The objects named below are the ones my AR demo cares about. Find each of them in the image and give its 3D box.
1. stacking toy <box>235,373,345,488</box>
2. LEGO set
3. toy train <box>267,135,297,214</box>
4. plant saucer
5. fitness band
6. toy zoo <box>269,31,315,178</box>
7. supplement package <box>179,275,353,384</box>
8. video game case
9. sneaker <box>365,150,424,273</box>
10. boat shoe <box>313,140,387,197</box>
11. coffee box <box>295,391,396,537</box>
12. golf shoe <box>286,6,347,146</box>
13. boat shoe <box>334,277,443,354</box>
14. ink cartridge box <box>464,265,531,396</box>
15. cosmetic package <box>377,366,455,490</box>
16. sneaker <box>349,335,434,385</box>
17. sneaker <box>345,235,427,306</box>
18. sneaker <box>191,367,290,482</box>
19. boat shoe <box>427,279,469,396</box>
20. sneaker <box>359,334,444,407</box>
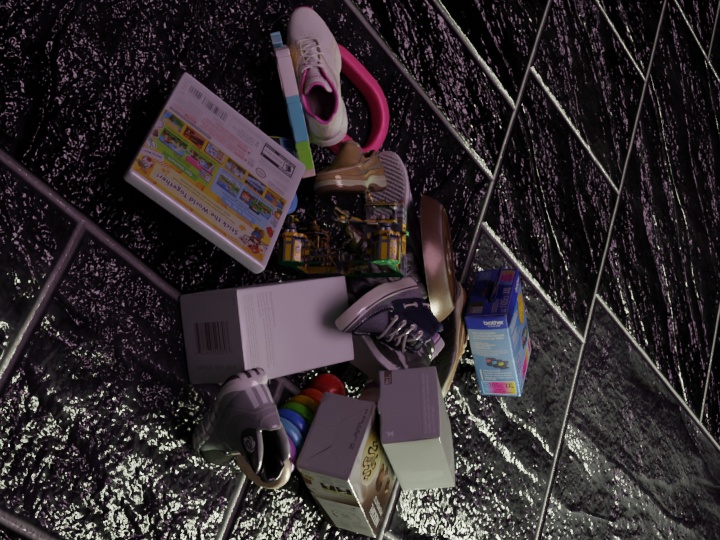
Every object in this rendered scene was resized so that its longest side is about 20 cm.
[{"bbox_3d":[-0.084,0.203,1.369,0.200,0.085,0.086,-44,117,-48],"label":"stacking toy"},{"bbox_3d":[-0.018,-0.058,1.366,0.154,0.198,0.117,27,63,-66],"label":"LEGO set"},{"bbox_3d":[-0.164,-0.120,1.315,0.199,0.086,0.116,-4,79,-47],"label":"toy train"},{"bbox_3d":[0.123,-0.019,1.566,0.200,0.034,0.203,-6,90,-81],"label":"plant saucer"},{"bbox_3d":[-0.025,-0.255,1.523,0.200,0.037,0.145,41,56,-40],"label":"fitness band"},{"bbox_3d":[-0.094,-0.228,1.389,0.131,0.020,0.203,-131,-151,-84],"label":"toy zoo"},{"bbox_3d":[-0.118,0.076,1.313,0.199,0.116,0.119,-7,90,-48],"label":"supplement package"},{"bbox_3d":[-0.172,-0.121,1.233,0.199,0.023,0.183,37,48,-22],"label":"video game case"},{"bbox_3d":[0.063,-0.083,1.592,0.114,0.072,0.203,5,76,-67],"label":"sneaker"},{"bbox_3d":[-0.018,-0.147,1.437,0.200,0.071,0.077,-21,108,-72],"label":"boat shoe"},{"bbox_3d":[-0.014,0.269,1.378,0.201,0.079,0.114,73,33,-52],"label":"coffee box"},{"bbox_3d":[-0.059,-0.278,1.399,0.092,0.074,0.202,77,-1,-84],"label":"golf shoe"},{"bbox_3d":[0.046,0.070,1.347,0.093,0.075,0.199,52,30,10],"label":"boat shoe"},{"bbox_3d":[0.230,0.091,1.685,0.137,0.075,0.202,-65,145,-51],"label":"ink cartridge box"},{"bbox_3d":[0.079,0.221,1.388,0.201,0.089,0.108,75,12,-60],"label":"cosmetic package"},{"bbox_3d":[0.026,0.090,1.440,0.200,0.070,0.100,43,53,-15],"label":"sneaker"},{"bbox_3d":[0.000,0.000,1.470,0.197,0.076,0.116,-8,83,-24],"label":"sneaker"},{"bbox_3d":[-0.140,0.213,1.202,0.074,0.201,0.116,-17,62,-31],"label":"sneaker"},{"bbox_3d":[0.145,0.114,1.643,0.074,0.075,0.202,37,58,-46],"label":"boat shoe"},{"bbox_3d":[0.036,0.126,1.519,0.115,0.072,0.201,54,47,-12],"label":"sneaker"}]
